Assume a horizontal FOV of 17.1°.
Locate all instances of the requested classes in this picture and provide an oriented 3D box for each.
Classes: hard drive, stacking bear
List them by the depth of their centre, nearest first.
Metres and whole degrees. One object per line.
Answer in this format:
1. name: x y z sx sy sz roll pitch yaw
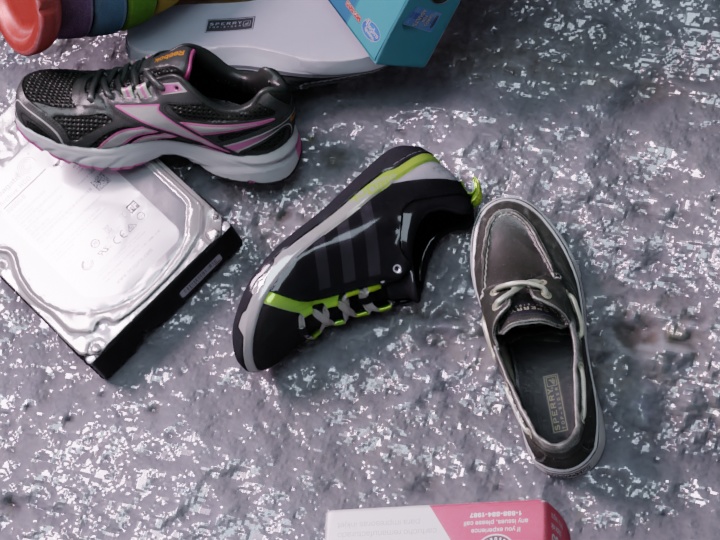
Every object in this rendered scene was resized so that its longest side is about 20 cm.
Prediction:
1. stacking bear: -0.157 -0.227 1.666 0.200 0.114 0.122 -19 73 -21
2. hard drive: -0.198 -0.037 1.680 0.140 0.038 0.200 -44 63 -7

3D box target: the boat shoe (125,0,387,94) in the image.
1. boat shoe: -0.066 -0.153 1.684 0.200 0.057 0.069 2 49 17

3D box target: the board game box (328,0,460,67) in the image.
1. board game box: 0.034 -0.261 1.595 0.151 0.047 0.200 56 130 36

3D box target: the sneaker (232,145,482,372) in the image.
1. sneaker: 0.000 0.000 1.590 0.083 0.072 0.200 40 82 25

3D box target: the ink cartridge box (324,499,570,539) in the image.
1. ink cartridge box: 0.053 0.250 1.460 0.146 0.083 0.200 -4 66 13

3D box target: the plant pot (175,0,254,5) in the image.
1. plant pot: -0.059 -0.257 1.744 0.200 0.027 0.200 -5 66 12

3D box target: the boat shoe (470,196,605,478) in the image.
1. boat shoe: 0.115 0.033 1.549 0.071 0.064 0.200 -18 64 7

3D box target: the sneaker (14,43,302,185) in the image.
1. sneaker: -0.137 -0.123 1.646 0.200 0.086 0.080 4 47 -2
